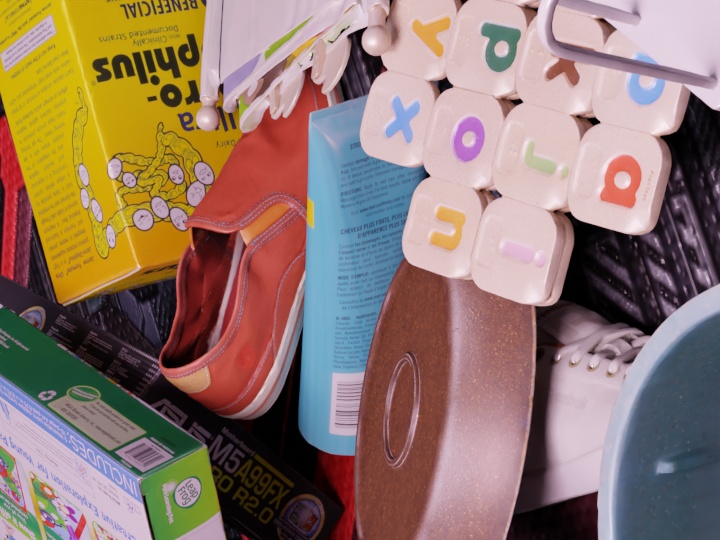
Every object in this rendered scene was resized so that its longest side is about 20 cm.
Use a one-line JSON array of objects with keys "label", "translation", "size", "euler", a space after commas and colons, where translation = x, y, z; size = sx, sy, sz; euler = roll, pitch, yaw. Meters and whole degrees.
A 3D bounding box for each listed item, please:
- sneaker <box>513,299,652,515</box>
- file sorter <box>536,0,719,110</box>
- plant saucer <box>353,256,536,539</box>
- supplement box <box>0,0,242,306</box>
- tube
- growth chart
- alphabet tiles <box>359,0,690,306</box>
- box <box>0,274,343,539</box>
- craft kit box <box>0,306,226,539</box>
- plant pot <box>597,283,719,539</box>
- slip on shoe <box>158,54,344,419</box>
[{"label": "sneaker", "translation": [0.103, 0.048, 0.888], "size": [0.200, 0.073, 0.085], "euler": [-29, 80, 58]}, {"label": "file sorter", "translation": [0.075, -0.177, 0.770], "size": [0.200, 0.124, 0.139], "euler": [47, 118, 38]}, {"label": "plant saucer", "translation": [0.032, 0.066, 0.958], "size": [0.200, 0.034, 0.201], "euler": [-170, 90, -76]}, {"label": "supplement box", "translation": [-0.125, -0.095, 1.150], "size": [0.109, 0.109, 0.201], "euler": [-21, 84, 58]}, {"label": "tube", "translation": [0.000, 0.000, 1.035], "size": [0.050, 0.077, 0.201], "euler": [34, 133, 35]}, {"label": "growth chart", "translation": [-0.035, -0.139, 1.030], "size": [0.200, 0.018, 0.145], "euler": [-19, 62, 58]}, {"label": "alphabet tiles", "translation": [0.072, -0.091, 0.880], "size": [0.195, 0.015, 0.201], "euler": [19, 97, 52]}, {"label": "box", "translation": [-0.122, 0.084, 1.184], "size": [0.160, 0.044, 0.200], "euler": [44, 166, -36]}, {"label": "craft kit box", "translation": [-0.133, 0.141, 1.079], "size": [0.200, 0.048, 0.198], "euler": [29, 133, 46]}, {"label": "plant pot", "translation": [0.209, 0.078, 0.625], "size": [0.200, 0.196, 0.201], "euler": [27, 124, 49]}, {"label": "slip on shoe", "translation": [-0.056, -0.026, 1.067], "size": [0.074, 0.061, 0.201], "euler": [5, 77, 49]}]
